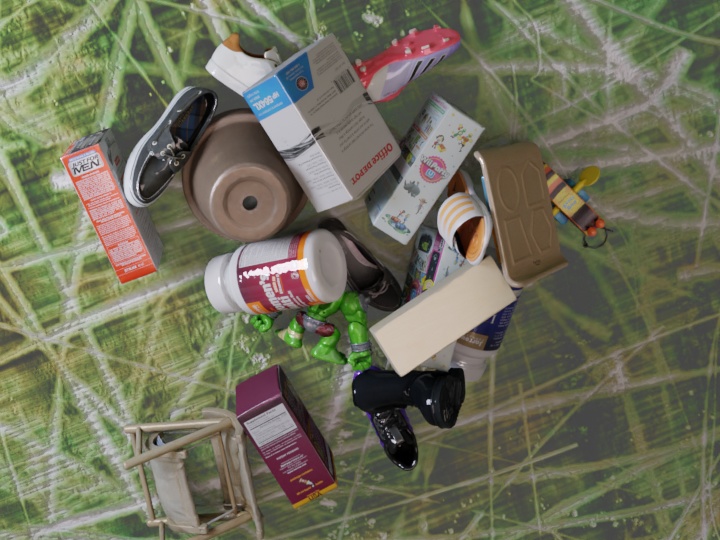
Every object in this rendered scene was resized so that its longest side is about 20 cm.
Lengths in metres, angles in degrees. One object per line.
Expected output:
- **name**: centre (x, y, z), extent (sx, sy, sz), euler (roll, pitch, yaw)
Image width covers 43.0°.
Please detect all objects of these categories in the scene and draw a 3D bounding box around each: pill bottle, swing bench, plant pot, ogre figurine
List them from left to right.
- **swing bench**: centre (-0.272, 0.346, 1.505), extent (0.198, 0.130, 0.201), euler (-11, 111, -10)
- **plant pot**: centre (-0.164, -0.121, 1.322), extent (0.198, 0.175, 0.202), euler (-2, 111, -7)
- **pill bottle**: centre (-0.128, 0.007, 1.372), extent (0.198, 0.110, 0.110), euler (-11, 115, 27)
- **ogre figurine**: centre (-0.064, 0.072, 1.444), extent (0.199, 0.098, 0.121), euler (26, 104, 29)
- **pill bottle**: centre (0.185, 0.069, 1.475), extent (0.115, 0.116, 0.202), euler (13, 110, -13)

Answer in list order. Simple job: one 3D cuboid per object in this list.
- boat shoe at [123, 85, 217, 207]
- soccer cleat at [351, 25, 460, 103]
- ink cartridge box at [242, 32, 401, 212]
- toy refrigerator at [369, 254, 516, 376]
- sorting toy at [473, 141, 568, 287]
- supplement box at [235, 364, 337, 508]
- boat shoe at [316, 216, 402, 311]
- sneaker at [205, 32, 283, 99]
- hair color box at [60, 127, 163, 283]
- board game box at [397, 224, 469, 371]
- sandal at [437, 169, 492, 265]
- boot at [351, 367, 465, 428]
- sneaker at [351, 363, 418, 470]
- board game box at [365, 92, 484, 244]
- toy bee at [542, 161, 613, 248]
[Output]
- **boat shoe**: centre (-0.268, -0.180, 1.298), extent (0.069, 0.056, 0.201), euler (39, 70, -38)
- **soccer cleat**: centre (0.058, -0.297, 1.357), extent (0.198, 0.067, 0.077), euler (-25, 134, -1)
- **ink cartridge box**: centre (-0.050, -0.205, 1.285), extent (0.084, 0.146, 0.201), euler (-16, 113, 44)
- **toy refrigerator**: centre (0.116, 0.062, 1.313), extent (0.199, 0.070, 0.076), euler (-34, 95, -4)
- **sorting toy**: centre (0.234, -0.086, 1.344), extent (0.036, 0.184, 0.202), euler (-15, 92, 37)
- **supplement box**: centre (-0.122, 0.272, 1.506), extent (0.085, 0.110, 0.201), euler (-28, 111, 3)
- **boat shoe**: centre (0.000, 0.000, 1.453), extent (0.067, 0.057, 0.200), euler (-40, 111, 5)
- **sneaker**: centre (-0.120, -0.270, 1.327), extent (0.199, 0.073, 0.085), euler (32, 100, -20)
- **hair color box**: centre (-0.358, -0.095, 1.334), extent (0.063, 0.111, 0.202), euler (-19, 111, 0)
- **board game box**: centre (0.114, 0.039, 1.417), extent (0.064, 0.148, 0.202), euler (13, 95, -13)
- **sandal**: centre (0.136, -0.080, 1.313), extent (0.059, 0.207, 0.080), euler (8, 122, -14)
- **boot**: centre (0.065, 0.193, 1.389), extent (0.166, 0.200, 0.077), euler (-6, 95, 15)
- **sneaker**: centre (0.051, 0.251, 1.529), extent (0.069, 0.100, 0.201), euler (-27, 112, 0)
- **board game box**: centre (0.089, -0.154, 1.354), extent (0.064, 0.148, 0.201), euler (29, 104, -14)
- **toy bee**: centre (0.344, -0.103, 1.442), extent (0.198, 0.109, 0.132), euler (19, 104, -15)
